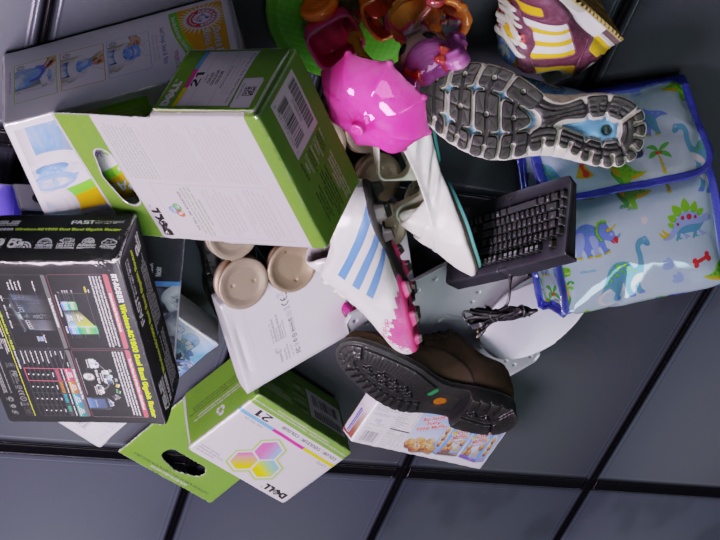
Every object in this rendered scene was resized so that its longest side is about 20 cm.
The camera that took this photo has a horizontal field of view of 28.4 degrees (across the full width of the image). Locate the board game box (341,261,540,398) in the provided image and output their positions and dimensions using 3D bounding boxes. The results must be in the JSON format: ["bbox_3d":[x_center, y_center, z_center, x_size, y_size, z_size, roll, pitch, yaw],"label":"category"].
[{"bbox_3d":[0.085,0.064,1.451,0.199,0.026,0.201,-28,136,-12],"label":"board game box"}]

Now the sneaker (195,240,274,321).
[{"bbox_3d":[-0.117,-0.026,1.336,0.079,0.076,0.201,-21,142,-11],"label":"sneaker"}]

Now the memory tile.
[{"bbox_3d":[-0.051,-0.059,1.283,0.199,0.017,0.154,-22,118,-21],"label":"memory tile"}]

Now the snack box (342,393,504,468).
[{"bbox_3d":[0.075,0.161,1.486,0.199,0.024,0.072,18,112,-41],"label":"snack box"}]

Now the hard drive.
[{"bbox_3d":[-0.041,0.023,1.367,0.199,0.027,0.133,-30,139,-16],"label":"hard drive"}]

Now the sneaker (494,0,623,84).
[{"bbox_3d":[0.143,-0.212,1.196,0.090,0.075,0.199,-40,143,21],"label":"sneaker"}]

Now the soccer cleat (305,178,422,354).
[{"bbox_3d":[0.000,0.000,1.294,0.086,0.070,0.201,-13,129,8],"label":"soccer cleat"}]

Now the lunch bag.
[{"bbox_3d":[0.239,-0.071,1.324,0.168,0.127,0.202,-10,93,-7],"label":"lunch bag"}]

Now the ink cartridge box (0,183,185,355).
[{"bbox_3d":[-0.260,0.016,1.283,0.198,0.044,0.199,4,126,-8],"label":"ink cartridge box"}]

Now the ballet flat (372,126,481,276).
[{"bbox_3d":[0.050,-0.081,1.282,0.069,0.070,0.201,-18,107,3],"label":"ballet flat"}]

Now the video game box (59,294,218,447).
[{"bbox_3d":[-0.268,0.060,1.367,0.182,0.047,0.200,-38,122,23],"label":"video game box"}]

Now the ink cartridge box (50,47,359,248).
[{"bbox_3d":[-0.123,-0.096,1.123,0.198,0.076,0.148,5,141,29],"label":"ink cartridge box"}]

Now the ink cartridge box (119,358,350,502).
[{"bbox_3d":[-0.134,0.191,1.505,0.200,0.076,0.148,-39,129,19],"label":"ink cartridge box"}]

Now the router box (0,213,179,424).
[{"bbox_3d":[-0.249,0.044,1.217,0.148,0.062,0.201,1,132,9],"label":"router box"}]

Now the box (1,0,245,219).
[{"bbox_3d":[-0.185,-0.135,1.185,0.198,0.102,0.113,-15,134,0],"label":"box"}]

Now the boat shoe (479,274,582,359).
[{"bbox_3d":[0.205,0.017,1.433,0.200,0.057,0.069,-39,95,9],"label":"boat shoe"}]

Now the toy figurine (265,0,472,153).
[{"bbox_3d":[0.031,-0.179,1.143,0.199,0.185,0.151,-25,133,8],"label":"toy figurine"}]

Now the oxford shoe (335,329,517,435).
[{"bbox_3d":[0.063,0.095,1.399,0.199,0.085,0.073,23,139,-25],"label":"oxford shoe"}]

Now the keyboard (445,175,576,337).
[{"bbox_3d":[0.132,-0.008,1.286,0.020,0.128,0.200,7,169,-25],"label":"keyboard"}]

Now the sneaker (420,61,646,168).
[{"bbox_3d":[0.144,-0.132,1.243,0.198,0.090,0.079,13,98,-6],"label":"sneaker"}]
